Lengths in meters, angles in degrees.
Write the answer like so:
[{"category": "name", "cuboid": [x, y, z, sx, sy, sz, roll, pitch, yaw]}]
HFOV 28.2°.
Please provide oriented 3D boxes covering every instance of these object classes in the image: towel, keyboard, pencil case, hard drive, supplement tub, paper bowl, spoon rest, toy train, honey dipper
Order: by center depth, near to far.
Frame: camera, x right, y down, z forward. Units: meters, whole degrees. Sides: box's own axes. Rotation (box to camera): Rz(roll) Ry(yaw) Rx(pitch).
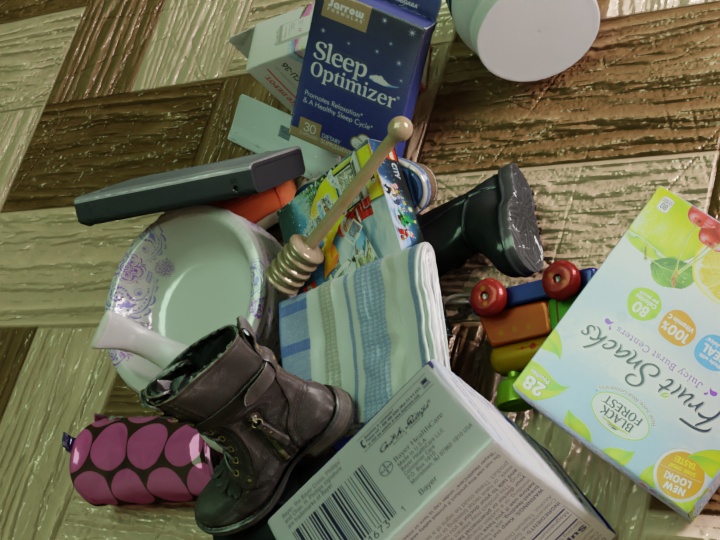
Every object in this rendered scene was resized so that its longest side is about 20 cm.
[{"category": "toy train", "cuboid": [0.128, 0.071, 1.239, 0.200, 0.085, 0.116, -15, 67, 32]}, {"category": "towel", "cuboid": [-0.002, 0.069, 1.254, 0.200, 0.024, 0.147, -22, 67, 43]}, {"category": "honey dipper", "cuboid": [-0.017, -0.059, 1.284, 0.200, 0.038, 0.038, -51, 40, 25]}, {"category": "spoon rest", "cuboid": [-0.155, 0.098, 1.336, 0.200, 0.061, 0.100, 28, 96, 19]}, {"category": "pencil case", "cuboid": [-0.196, 0.182, 1.412, 0.200, 0.091, 0.094, -7, 61, 32]}, {"category": "supplement tub", "cuboid": [0.150, -0.298, 1.417, 0.144, 0.145, 0.200, -31, 46, 19]}, {"category": "paper bowl", "cuboid": [-0.151, 0.043, 1.442, 0.200, 0.104, 0.201, -13, 66, 30]}, {"category": "hard drive", "cuboid": [-0.173, -0.086, 1.461, 0.199, 0.140, 0.033, -10, 99, 20]}, {"category": "keyboard", "cuboid": [-0.085, -0.145, 1.587, 0.200, 0.011, 0.056, 29, 101, 46]}]

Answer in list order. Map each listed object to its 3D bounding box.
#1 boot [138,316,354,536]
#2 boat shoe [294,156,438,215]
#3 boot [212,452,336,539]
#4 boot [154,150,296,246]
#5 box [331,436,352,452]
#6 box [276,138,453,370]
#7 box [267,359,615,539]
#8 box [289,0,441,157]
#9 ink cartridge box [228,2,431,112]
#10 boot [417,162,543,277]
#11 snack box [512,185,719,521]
[{"category": "boot", "cuboid": [-0.118, 0.130, 1.201, 0.200, 0.174, 0.069, -45, 44, 15]}, {"category": "boat shoe", "cuboid": [0.016, -0.079, 1.404, 0.200, 0.072, 0.072, -3, 99, 53]}, {"category": "boot", "cuboid": [-0.060, 0.254, 1.263, 0.168, 0.076, 0.201, -12, 66, 44]}, {"category": "boot", "cuboid": [-0.150, -0.034, 1.534, 0.200, 0.075, 0.107, -35, 50, 14]}, {"category": "box", "cuboid": [0.052, 0.149, 1.275, 0.121, 0.032, 0.200, -51, 44, -1]}, {"category": "box", "cuboid": [0.000, 0.000, 1.309, 0.137, 0.038, 0.200, -36, 59, 37]}, {"category": "box", "cuboid": [0.065, 0.199, 1.106, 0.184, 0.200, 0.105, -45, 43, 5]}, {"category": "box", "cuboid": [0.003, -0.205, 1.426, 0.121, 0.200, 0.032, 24, 32, 16]}, {"category": "ink cartridge box", "cuboid": [-0.039, -0.224, 1.540, 0.200, 0.116, 0.068, -13, 53, 33]}, {"category": "boot", "cuboid": [0.066, -0.006, 1.322, 0.200, 0.066, 0.165, -26, 21, 18]}, {"category": "snack box", "cuboid": [0.245, 0.064, 1.110, 0.169, 0.068, 0.200, 35, 88, 23]}]
